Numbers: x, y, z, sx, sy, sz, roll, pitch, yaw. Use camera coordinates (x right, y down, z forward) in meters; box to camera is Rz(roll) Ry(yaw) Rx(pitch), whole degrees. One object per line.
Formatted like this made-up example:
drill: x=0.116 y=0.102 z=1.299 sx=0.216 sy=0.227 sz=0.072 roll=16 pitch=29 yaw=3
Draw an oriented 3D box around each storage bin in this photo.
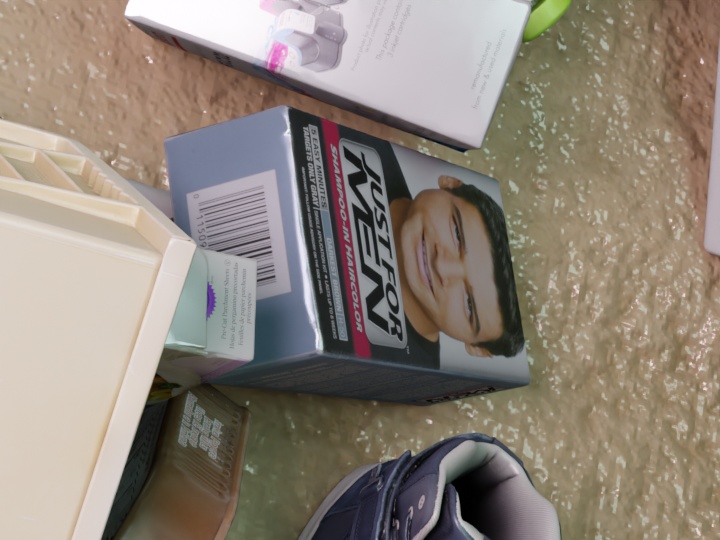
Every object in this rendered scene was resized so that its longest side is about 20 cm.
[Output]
storage bin: x=-0.153 y=0.052 z=0.731 sx=0.094 sy=0.199 sz=0.200 roll=15 pitch=98 yaw=-21

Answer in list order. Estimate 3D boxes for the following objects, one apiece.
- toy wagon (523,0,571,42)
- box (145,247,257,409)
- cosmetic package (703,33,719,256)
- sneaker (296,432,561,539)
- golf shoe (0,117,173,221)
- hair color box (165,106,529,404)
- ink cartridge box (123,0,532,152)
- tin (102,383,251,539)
toy wagon: x=0.046 y=-0.179 z=0.977 sx=0.200 sy=0.040 sz=0.155 roll=-42 pitch=100 yaw=6
box: x=-0.102 y=0.034 z=0.804 sx=0.039 sy=0.200 sz=0.041 roll=12 pitch=71 yaw=-28
cosmetic package: x=0.289 y=-0.093 z=1.033 sx=0.166 sy=0.167 sz=0.200 roll=-6 pitch=107 yaw=-30
sneaker: x=0.002 y=0.152 z=0.860 sx=0.077 sy=0.146 sz=0.202 roll=39 pitch=63 yaw=-15
golf shoe: x=-0.161 y=-0.042 z=0.868 sx=0.200 sy=0.078 sz=0.095 roll=2 pitch=75 yaw=-29
hair color box: x=0.000 y=0.000 z=0.889 sx=0.200 sy=0.061 sz=0.099 roll=13 pitch=67 yaw=-62
ink cartridge box: x=-0.033 y=-0.116 z=0.910 sx=0.200 sy=0.115 sz=0.068 roll=21 pitch=92 yaw=-1
tin: x=-0.090 y=0.102 z=0.803 sx=0.042 sy=0.200 sz=0.112 roll=42 pitch=101 yaw=-10
